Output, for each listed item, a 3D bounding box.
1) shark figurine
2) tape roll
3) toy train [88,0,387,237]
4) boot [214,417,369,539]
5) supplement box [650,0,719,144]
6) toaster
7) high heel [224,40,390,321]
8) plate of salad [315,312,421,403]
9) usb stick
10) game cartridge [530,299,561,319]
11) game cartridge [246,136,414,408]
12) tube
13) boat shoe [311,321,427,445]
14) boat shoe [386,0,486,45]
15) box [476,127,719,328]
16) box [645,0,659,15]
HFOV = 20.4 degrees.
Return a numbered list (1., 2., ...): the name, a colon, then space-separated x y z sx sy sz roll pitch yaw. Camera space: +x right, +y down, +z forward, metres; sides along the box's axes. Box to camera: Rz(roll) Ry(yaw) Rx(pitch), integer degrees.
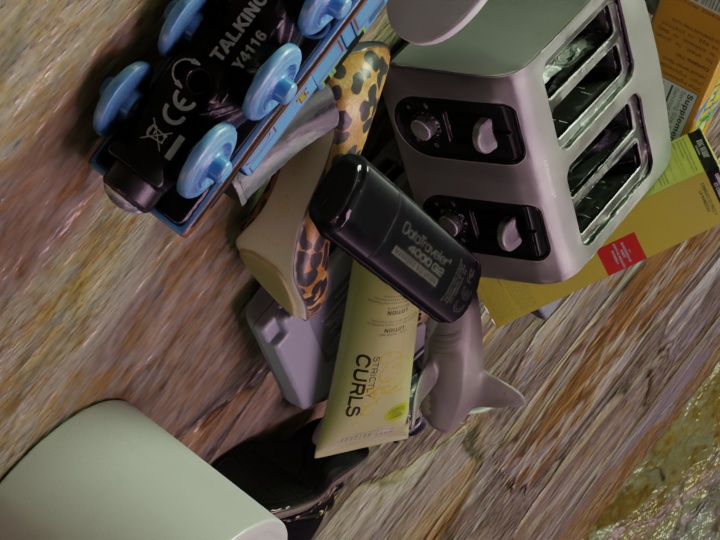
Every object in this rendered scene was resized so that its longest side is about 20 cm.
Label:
1. shark figurine: 0.087 0.095 1.565 0.215 0.089 0.129 87 13 -61
2. tape roll: -0.161 0.206 1.308 0.203 0.139 0.203 -47 160 -23
3. toy train: -0.065 -0.110 1.079 0.201 0.086 0.114 -54 168 -3
4. boot: -0.083 0.211 1.636 0.203 0.073 0.154 -21 145 -59
5. supplement box: 0.248 -0.164 1.502 0.066 0.069 0.201 -32 149 -56
6. toaster: 0.122 -0.112 1.402 0.200 0.118 0.182 -46 134 -35
7. high heel: -0.017 -0.054 1.305 0.142 0.071 0.200 -43 149 -16
8. plate of salad: 0.022 0.030 1.615 0.200 0.048 0.201 -47 160 -23
9. usb stick: 0.026 -0.018 1.304 0.200 0.032 0.056 37 77 -57
10. game cartridge: 0.165 -0.037 1.627 0.134 0.041 0.200 -57 162 -3
11. game cartridge: 0.000 0.000 1.464 0.200 0.040 0.134 -49 147 -18
12. tube: 0.013 0.058 1.435 0.052 0.058 0.201 -60 164 -48
13. boat shoe: 0.026 0.112 1.667 0.072 0.068 0.200 -42 180 29
14. boat shoe: 0.083 -0.235 1.275 0.066 0.070 0.201 -2 117 -66
15. box: 0.177 -0.032 1.478 0.199 0.050 0.075 -25 -155 8
16. box: 0.196 -0.259 1.469 0.078 0.095 0.200 -58 164 3
